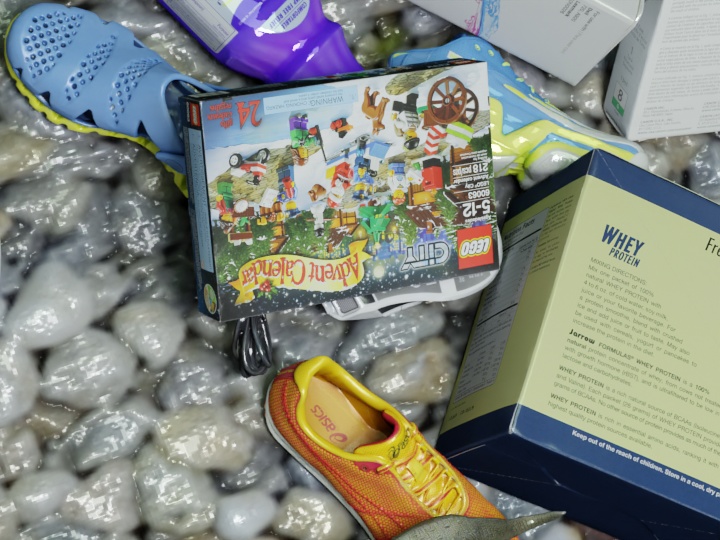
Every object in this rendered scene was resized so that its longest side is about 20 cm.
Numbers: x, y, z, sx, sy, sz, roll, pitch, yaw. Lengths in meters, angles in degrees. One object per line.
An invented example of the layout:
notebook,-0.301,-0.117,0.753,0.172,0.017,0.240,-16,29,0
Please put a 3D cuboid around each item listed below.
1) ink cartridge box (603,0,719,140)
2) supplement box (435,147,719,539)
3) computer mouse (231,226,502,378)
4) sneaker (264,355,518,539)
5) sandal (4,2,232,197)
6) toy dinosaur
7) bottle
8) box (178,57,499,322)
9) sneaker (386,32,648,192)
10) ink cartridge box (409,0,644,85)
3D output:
ink cartridge box,0.265,-0.188,1.452,0.160,0.201,0.050,-7,38,-22
supplement box,0.184,0.060,1.385,0.199,0.134,0.200,23,71,-14
computer mouse,0.000,0.000,1.377,0.199,0.044,0.110,-10,85,-24
sneaker,0.023,0.133,1.339,0.200,0.077,0.073,38,66,-11
sandal,-0.132,-0.111,1.333,0.200,0.087,0.080,28,71,-11
toy dinosaur,0.037,0.196,1.299,0.199,0.077,0.102,-24,126,5
bottle,-0.071,-0.173,1.381,0.200,0.065,0.084,46,65,-5
box,-0.010,-0.053,1.314,0.199,0.038,0.137,-11,103,-25
sneaker,0.103,-0.111,1.428,0.199,0.076,0.105,5,75,-19
ink cartridge box,0.094,-0.238,1.430,0.199,0.084,0.145,26,51,-13
